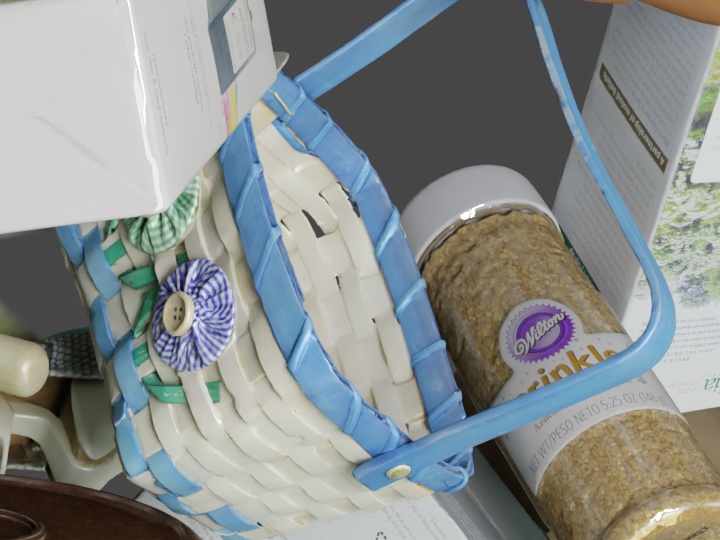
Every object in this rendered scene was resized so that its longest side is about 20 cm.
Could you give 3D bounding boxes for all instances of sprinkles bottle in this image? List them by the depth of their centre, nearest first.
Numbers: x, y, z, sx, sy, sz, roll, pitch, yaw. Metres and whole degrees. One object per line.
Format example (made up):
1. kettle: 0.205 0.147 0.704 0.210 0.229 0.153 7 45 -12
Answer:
1. sprinkles bottle: 0.077 0.044 0.939 0.068 0.200 0.068 -15 135 -16

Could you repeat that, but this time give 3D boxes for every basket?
1. basket: 0.000 0.000 0.878 0.200 0.177 0.139 -28 146 11

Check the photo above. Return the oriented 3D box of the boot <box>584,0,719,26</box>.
1. boot: 0.133 -0.159 0.792 0.155 0.077 0.200 0 146 -19

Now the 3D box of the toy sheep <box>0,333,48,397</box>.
1. toy sheep: -0.193 0.013 0.799 0.138 0.199 0.138 19 90 -74

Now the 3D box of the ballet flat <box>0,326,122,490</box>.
1. ballet flat: -0.133 0.060 0.940 0.200 0.072 0.072 3 128 -30

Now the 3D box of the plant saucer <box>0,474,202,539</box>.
1. plant saucer: -0.133 0.099 0.818 0.200 0.200 0.035 3 97 -30

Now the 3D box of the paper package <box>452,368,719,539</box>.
1. paper package: 0.100 0.149 1.120 0.190 0.104 0.200 3 127 -31

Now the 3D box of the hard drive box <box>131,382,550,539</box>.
1. hard drive box: -0.028 0.145 1.002 0.200 0.156 0.077 -46 151 18

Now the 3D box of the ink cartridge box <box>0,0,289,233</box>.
1. ink cartridge box: -0.096 -0.069 0.766 0.117 0.200 0.068 -7 106 11

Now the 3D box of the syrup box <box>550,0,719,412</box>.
1. syrup box: 0.134 -0.039 0.980 0.078 0.082 0.200 -4 132 -22
